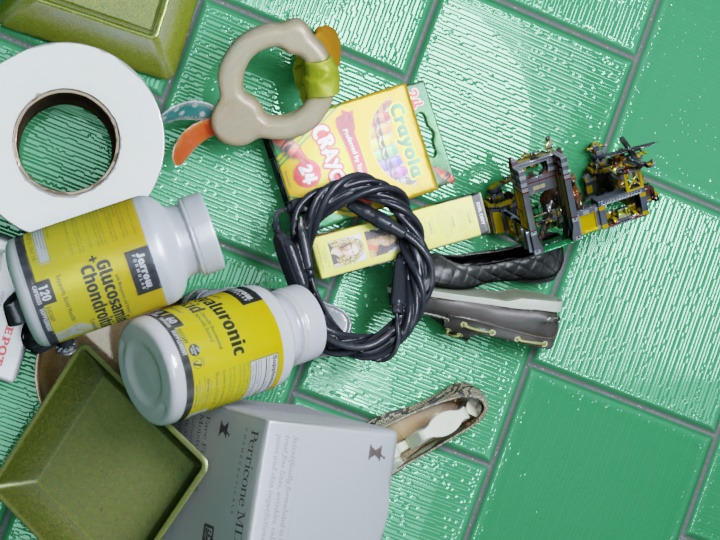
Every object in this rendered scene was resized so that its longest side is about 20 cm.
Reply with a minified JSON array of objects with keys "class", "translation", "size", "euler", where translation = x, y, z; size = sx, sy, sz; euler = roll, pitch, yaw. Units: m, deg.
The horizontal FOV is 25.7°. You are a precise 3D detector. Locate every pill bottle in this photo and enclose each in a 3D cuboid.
[{"class":"pill bottle","translation":[-0.136,0.078,1.607],"size":[0.199,0.111,0.112],"euler":[-17,94,-37]},{"class":"pill bottle","translation":[-0.240,-0.008,1.556],"size":[0.199,0.112,0.113],"euler":[-19,94,-7]}]

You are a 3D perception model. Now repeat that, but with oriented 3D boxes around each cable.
[{"class":"cable","translation":[0.000,0.000,1.697],"size":[0.162,0.051,0.201],"euler":[-22,91,-15]}]

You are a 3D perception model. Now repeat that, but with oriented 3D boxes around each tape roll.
[{"class":"tape roll","translation":[-0.309,-0.131,1.658],"size":[0.201,0.139,0.204],"euler":[0,90,-10]}]

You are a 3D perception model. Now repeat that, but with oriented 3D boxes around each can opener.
[{"class":"can opener","translation":[-0.275,0.026,1.651],"size":[0.199,0.063,0.079],"euler":[-29,122,-33]}]

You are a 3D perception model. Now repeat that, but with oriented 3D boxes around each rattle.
[{"class":"rattle","translation":[-0.120,-0.200,1.718],"size":[0.199,0.143,0.130],"euler":[-35,124,15]}]

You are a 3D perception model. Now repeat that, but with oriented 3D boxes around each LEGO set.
[{"class":"LEGO set","translation":[0.226,-0.107,1.755],"size":[0.199,0.154,0.117],"euler":[-15,111,-3]}]

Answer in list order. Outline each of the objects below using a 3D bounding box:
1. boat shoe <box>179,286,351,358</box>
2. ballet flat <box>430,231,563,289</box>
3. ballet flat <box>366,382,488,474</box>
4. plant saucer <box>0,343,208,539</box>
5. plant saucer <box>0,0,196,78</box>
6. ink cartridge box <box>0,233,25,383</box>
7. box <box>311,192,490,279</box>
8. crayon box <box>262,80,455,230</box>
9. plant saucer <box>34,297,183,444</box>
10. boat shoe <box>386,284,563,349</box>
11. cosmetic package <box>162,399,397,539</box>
[{"class":"boat shoe","translation":[-0.096,0.054,1.723],"size":[0.201,0.065,0.075],"euler":[12,74,-24]},{"class":"ballet flat","translation":[0.136,-0.014,1.777],"size":[0.199,0.066,0.057],"euler":[-4,112,-22]},{"class":"ballet flat","translation":[0.055,0.185,1.764],"size":[0.199,0.075,0.068],"euler":[-27,96,-9]},{"class":"plant saucer","translation":[-0.262,0.212,1.645],"size":[0.199,0.048,0.201],"euler":[40,105,21]},{"class":"plant saucer","translation":[-0.267,-0.332,1.703],"size":[0.198,0.048,0.201],"euler":[17,88,-11]},{"class":"ink cartridge box","translation":[-0.436,0.019,1.662],"size":[0.199,0.084,0.147],"euler":[18,88,-11]},{"class":"box","translation":[0.039,-0.038,1.761],"size":[0.199,0.075,0.050],"euler":[-16,93,-9]},{"class":"crayon box","translation":[0.002,-0.129,1.763],"size":[0.199,0.051,0.128],"euler":[-20,94,-11]},{"class":"plant saucer","translation":[-0.254,0.110,1.724],"size":[0.199,0.035,0.202],"euler":[0,90,-11]},{"class":"boat shoe","translation":[0.126,0.050,1.778],"size":[0.199,0.072,0.061],"euler":[6,100,-3]},{"class":"cosmetic package","translation":[-0.090,0.228,1.652],"size":[0.164,0.199,0.166],"euler":[9,88,-34]}]
